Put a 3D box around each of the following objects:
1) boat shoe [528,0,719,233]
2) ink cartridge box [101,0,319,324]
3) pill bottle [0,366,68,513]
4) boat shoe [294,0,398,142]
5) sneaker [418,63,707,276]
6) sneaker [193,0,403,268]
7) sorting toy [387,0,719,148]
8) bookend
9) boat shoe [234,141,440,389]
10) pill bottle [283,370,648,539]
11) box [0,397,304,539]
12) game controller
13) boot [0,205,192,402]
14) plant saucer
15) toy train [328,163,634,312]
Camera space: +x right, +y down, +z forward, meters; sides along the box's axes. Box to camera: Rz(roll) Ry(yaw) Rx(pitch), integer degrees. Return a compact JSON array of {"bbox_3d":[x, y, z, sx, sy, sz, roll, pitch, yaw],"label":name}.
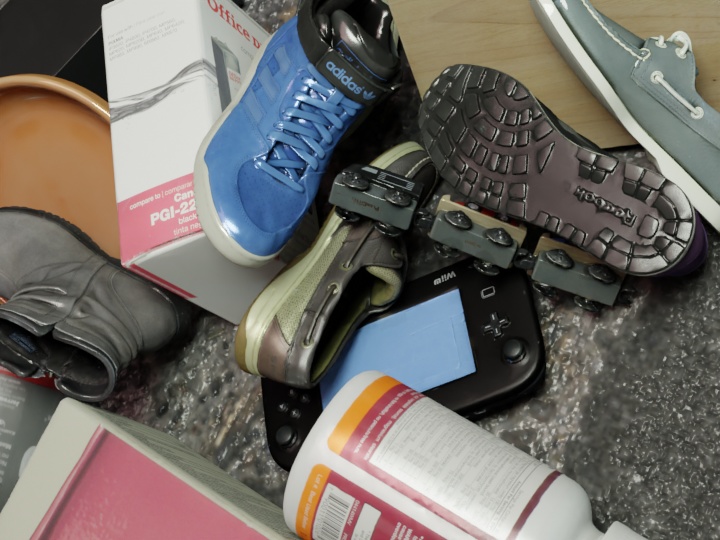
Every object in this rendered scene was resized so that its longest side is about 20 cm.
[{"bbox_3d":[0.173,-0.111,0.786,0.062,0.200,0.073,-41,16,10],"label":"boat shoe"},{"bbox_3d":[-0.101,-0.084,0.924,0.084,0.145,0.202,-21,64,21],"label":"ink cartridge box"},{"bbox_3d":[-0.278,0.155,0.946,0.113,0.114,0.202,5,74,28],"label":"pill bottle"},{"bbox_3d":[-0.016,-0.183,0.968,0.066,0.074,0.201,8,83,58],"label":"boat shoe"},{"bbox_3d":[0.123,-0.054,0.824,0.200,0.087,0.076,38,100,25],"label":"sneaker"},{"bbox_3d":[-0.032,-0.099,0.821,0.111,0.077,0.201,-32,29,42],"label":"sneaker"},{"bbox_3d":[0.125,-0.175,0.828,0.198,0.200,0.070,-5,40,23],"label":"sorting toy"},{"bbox_3d":[-0.231,-0.221,1.074,0.200,0.092,0.199,-45,57,7],"label":"bookend"},{"bbox_3d":[0.000,0.000,0.870,0.064,0.073,0.200,27,65,25],"label":"boat shoe"},{"bbox_3d":[0.063,0.149,0.763,0.199,0.110,0.110,28,86,18],"label":"pill bottle"},{"bbox_3d":[-0.114,0.182,0.844,0.199,0.128,0.110,26,85,33],"label":"box"},{"bbox_3d":[0.024,0.060,0.869,0.199,0.042,0.105,-22,63,18],"label":"game controller"},{"bbox_3d":[-0.225,0.017,0.910,0.198,0.132,0.070,16,112,19],"label":"boot"},{"bbox_3d":[-0.222,-0.050,0.982,0.198,0.037,0.202,9,117,17],"label":"plant saucer"},{"bbox_3d":[0.077,-0.022,0.835,0.198,0.046,0.034,21,122,3],"label":"toy train"}]
